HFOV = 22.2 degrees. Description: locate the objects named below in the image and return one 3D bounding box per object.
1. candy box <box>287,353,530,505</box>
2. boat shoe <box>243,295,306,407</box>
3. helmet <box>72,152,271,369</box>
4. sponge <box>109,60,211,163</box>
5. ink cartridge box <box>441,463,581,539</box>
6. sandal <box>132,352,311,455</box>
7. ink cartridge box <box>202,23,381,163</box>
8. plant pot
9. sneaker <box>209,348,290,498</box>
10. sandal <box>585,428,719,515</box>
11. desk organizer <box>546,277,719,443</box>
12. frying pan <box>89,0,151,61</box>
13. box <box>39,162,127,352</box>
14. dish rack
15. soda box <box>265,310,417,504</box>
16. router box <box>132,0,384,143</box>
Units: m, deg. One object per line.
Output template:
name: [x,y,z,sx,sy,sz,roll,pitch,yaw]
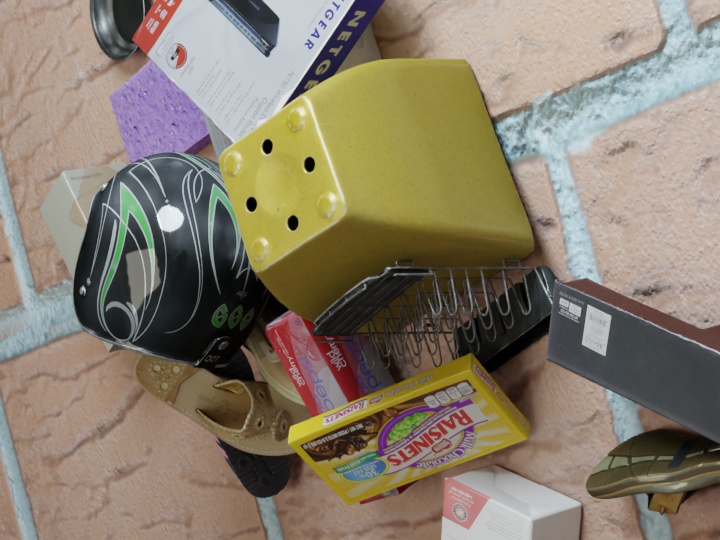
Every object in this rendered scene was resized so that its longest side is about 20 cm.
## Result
candy box: [0.043,0.147,1.670,0.200,0.102,0.026,-24,37,26]
boat shoe: [-0.073,0.070,1.865,0.200,0.071,0.065,41,130,39]
helmet: [-0.175,-0.017,1.788,0.200,0.200,0.191,21,98,47]
sponge: [-0.202,-0.178,1.993,0.200,0.030,0.112,-29,77,50]
ink cartridge box: [0.132,0.292,1.673,0.116,0.067,0.200,21,114,47]
sandal: [-0.131,0.141,1.846,0.078,0.211,0.070,-60,18,7]
ink cartridge box: [-0.076,-0.197,1.786,0.200,0.086,0.148,-29,76,52]
plant pot: [-0.007,-0.067,1.595,0.195,0.200,0.195,-32,68,35]
sneaker: [-0.137,0.143,1.929,0.082,0.070,0.200,-132,22,-63]
sandal: [0.261,0.167,1.485,0.200,0.080,0.054,-14,110,48]
desk organizer: [0.247,0.065,1.459,0.200,0.077,0.072,26,119,45]
frying pan: [-0.271,-0.327,2.038,0.115,0.031,0.190,-13,86,52]
box: [-0.275,-0.017,2.077,0.200,0.095,0.078,60,138,19]
dish rack: [0.065,0.042,1.590,0.153,0.200,0.055,-43,55,47]
soda box: [-0.009,0.121,1.767,0.070,0.063,0.200,-25,96,52]
router box: [-0.093,-0.235,1.681,0.179,0.049,0.200,45,113,23]
